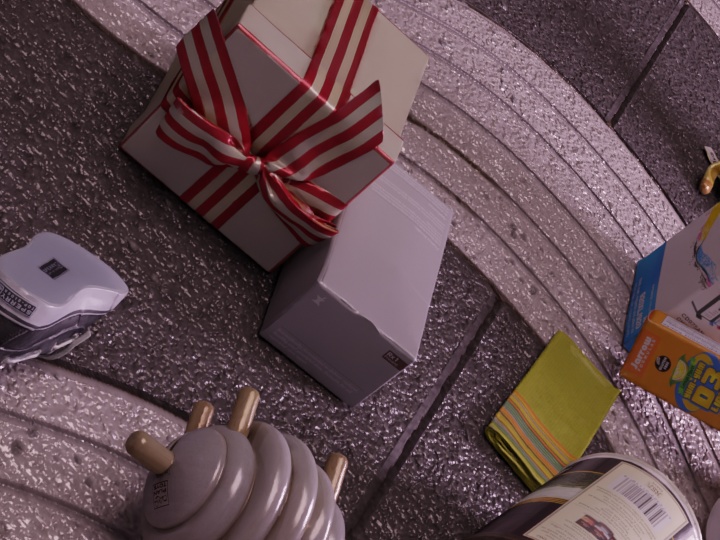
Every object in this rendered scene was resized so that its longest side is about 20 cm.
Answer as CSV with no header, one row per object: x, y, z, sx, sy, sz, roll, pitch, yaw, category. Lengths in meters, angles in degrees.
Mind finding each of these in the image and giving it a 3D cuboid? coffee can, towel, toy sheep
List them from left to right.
-0.080,0.159,1.260,0.199,0.137,0.139,36,37,-27,toy sheep
0.173,0.125,1.677,0.086,0.018,0.200,50,34,-3,towel
0.156,0.238,1.440,0.147,0.146,0.199,56,34,8,coffee can

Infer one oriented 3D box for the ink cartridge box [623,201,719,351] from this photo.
0.381,0.024,1.845,0.147,0.200,0.145,40,35,-13,ink cartridge box

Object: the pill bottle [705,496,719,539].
0.417,0.244,1.763,0.199,0.111,0.112,2,57,-48,pill bottle

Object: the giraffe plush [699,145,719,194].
0.496,-0.099,2.121,0.201,0.162,0.172,56,35,7,giraffe plush

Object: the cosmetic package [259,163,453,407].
0.000,0.000,1.537,0.107,0.090,0.201,40,39,-15,cosmetic package

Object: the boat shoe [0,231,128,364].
-0.214,0.026,1.281,0.073,0.068,0.199,37,11,-1,boat shoe

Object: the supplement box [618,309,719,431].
0.341,0.113,1.760,0.199,0.067,0.069,28,15,13,supplement box

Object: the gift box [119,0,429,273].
-0.064,-0.139,1.498,0.184,0.200,0.188,36,38,-12,gift box
